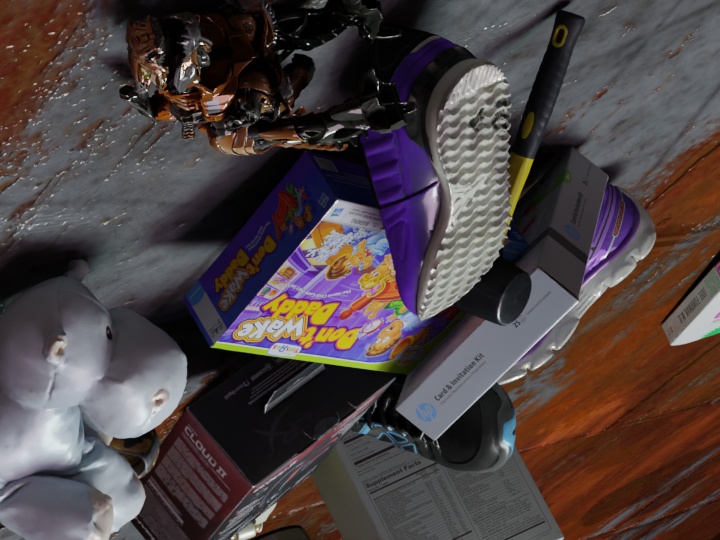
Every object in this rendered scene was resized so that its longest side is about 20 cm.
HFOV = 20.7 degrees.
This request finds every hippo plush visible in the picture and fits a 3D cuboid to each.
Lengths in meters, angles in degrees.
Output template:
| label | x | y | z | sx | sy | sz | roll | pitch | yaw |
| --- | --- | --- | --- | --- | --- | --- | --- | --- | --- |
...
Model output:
| label | x | y | z | sx | sy | sz | roll | pitch | yaw |
| --- | --- | --- | --- | --- | --- | --- | --- | --- | --- |
| hippo plush | -0.197 | 0.067 | 1.234 | 0.200 | 0.159 | 0.161 | 28 | 112 | -17 |

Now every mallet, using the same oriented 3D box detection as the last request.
| label | x | y | z | sx | sy | sz | roll | pitch | yaw |
| --- | --- | --- | --- | --- | --- | --- | --- | --- | --- |
| mallet | 0.091 | -0.068 | 1.244 | 0.041 | 0.066 | 0.200 | 3 | 102 | -57 |

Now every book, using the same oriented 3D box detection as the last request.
| label | x | y | z | sx | sy | sz | roll | pitch | yaw |
| --- | --- | --- | --- | --- | --- | --- | --- | --- | --- |
| book | 0.396 | 0.007 | 1.975 | 0.133 | 0.048 | 0.200 | -16 | 160 | -19 |

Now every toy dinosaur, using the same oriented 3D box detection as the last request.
| label | x | y | z | sx | sy | sz | roll | pitch | yaw |
| --- | --- | --- | --- | --- | --- | --- | --- | --- | --- |
| toy dinosaur | -0.050 | -0.104 | 1.046 | 0.136 | 0.102 | 0.200 | -17 | -177 | 17 |

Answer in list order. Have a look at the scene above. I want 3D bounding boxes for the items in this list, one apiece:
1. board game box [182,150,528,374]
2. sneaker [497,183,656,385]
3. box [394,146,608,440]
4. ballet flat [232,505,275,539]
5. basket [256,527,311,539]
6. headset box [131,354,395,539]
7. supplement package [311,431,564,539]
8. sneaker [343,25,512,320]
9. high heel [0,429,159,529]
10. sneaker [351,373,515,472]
| label | x | y | z | sx | sy | sz | roll | pitch | yaw |
| --- | --- | --- | --- | --- | --- | --- | --- | --- | --- |
| board game box | 0.000 | 0.000 | 1.293 | 0.200 | 0.045 | 0.134 | 11 | 128 | -49 |
| sneaker | 0.137 | 0.010 | 1.539 | 0.200 | 0.083 | 0.081 | -47 | -167 | -2 |
| box | 0.104 | 0.013 | 1.404 | 0.156 | 0.041 | 0.200 | -46 | -172 | 29 |
| ballet flat | -0.107 | 0.201 | 1.750 | 0.067 | 0.067 | 0.200 | -18 | 159 | -28 |
| basket | -0.066 | 0.384 | 2.072 | 0.180 | 0.200 | 0.136 | -18 | 160 | -24 |
| headset box | -0.072 | 0.119 | 1.407 | 0.149 | 0.075 | 0.200 | -36 | 170 | -34 |
| supplement package | 0.061 | 0.203 | 1.774 | 0.150 | 0.200 | 0.152 | -23 | 161 | -15 |
| sneaker | 0.034 | -0.064 | 1.179 | 0.070 | 0.099 | 0.200 | -32 | 143 | -32 |
| high heel | -0.237 | 0.151 | 1.345 | 0.200 | 0.071 | 0.143 | -32 | -159 | -23 |
| sneaker | 0.034 | 0.108 | 1.464 | 0.082 | 0.073 | 0.200 | 1 | -175 | -38 |
